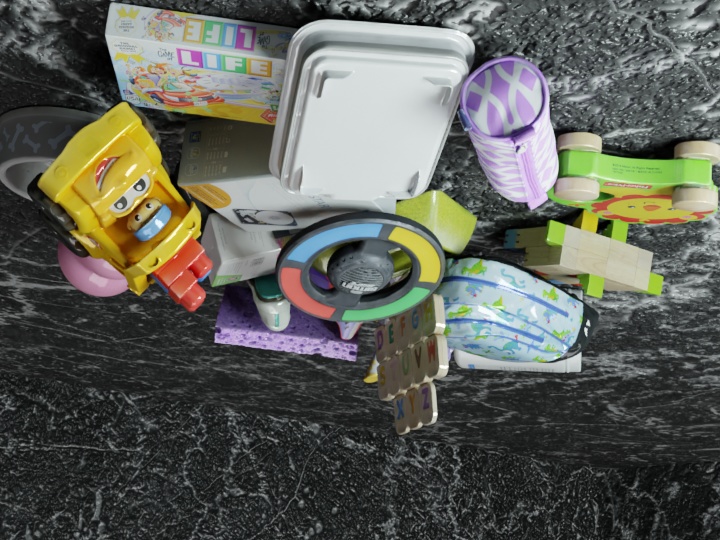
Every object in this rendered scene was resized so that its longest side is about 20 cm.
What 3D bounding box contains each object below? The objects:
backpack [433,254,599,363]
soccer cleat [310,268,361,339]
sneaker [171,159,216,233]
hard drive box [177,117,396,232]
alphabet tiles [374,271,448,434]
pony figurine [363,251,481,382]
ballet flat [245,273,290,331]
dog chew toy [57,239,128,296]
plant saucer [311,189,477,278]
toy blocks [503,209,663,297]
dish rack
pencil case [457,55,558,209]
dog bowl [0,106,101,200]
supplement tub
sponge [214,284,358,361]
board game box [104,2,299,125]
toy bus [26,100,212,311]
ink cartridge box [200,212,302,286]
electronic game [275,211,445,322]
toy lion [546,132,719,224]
[{"bbox_3d":[0.175,0.051,1.228,0.200,0.155,0.162,41,158,-33],"label":"backpack"},{"bbox_3d":[-0.051,0.021,1.352,0.066,0.078,0.200,10,-161,-36],"label":"soccer cleat"},{"bbox_3d":[-0.224,-0.086,1.217,0.102,0.061,0.200,-3,165,10],"label":"sneaker"},{"bbox_3d":[-0.077,-0.109,1.070,0.196,0.078,0.156,-4,161,26],"label":"hard drive box"},{"bbox_3d":[0.060,0.101,1.223,0.014,0.200,0.200,3,163,-20],"label":"alphabet tiles"},{"bbox_3d":[0.074,0.043,1.369,0.191,0.204,0.166,-22,150,29],"label":"pony figurine"},{"bbox_3d":[-0.128,0.019,1.327,0.068,0.071,0.201,10,-156,-16],"label":"ballet flat"},{"bbox_3d":[-0.330,-0.038,1.296,0.123,0.127,0.199,15,159,-29],"label":"dog chew toy"},{"bbox_3d":[0.037,-0.028,1.196,0.197,0.049,0.200,-19,166,18],"label":"plant saucer"},{"bbox_3d":[0.279,-0.014,1.270,0.197,0.102,0.136,14,172,-27],"label":"toy blocks"},{"bbox_3d":[0.009,-0.132,0.884,0.168,0.044,0.201,0,143,-15],"label":"dish rack"},{"bbox_3d":[0.147,-0.127,0.910,0.083,0.086,0.200,-34,163,7],"label":"pencil case"},{"bbox_3d":[-0.335,-0.122,1.142,0.196,0.060,0.200,6,163,2],"label":"dog bowl"},{"bbox_3d":[0.249,0.092,1.524,0.196,0.135,0.132,2,163,13],"label":"supplement tub"},{"bbox_3d":[-0.099,0.071,1.341,0.196,0.112,0.030,8,119,-6],"label":"sponge"},{"bbox_3d":[-0.131,-0.188,0.907,0.196,0.035,0.135,7,162,-4],"label":"board game box"},{"bbox_3d":[-0.220,-0.047,0.973,0.192,0.136,0.200,46,165,1],"label":"toy bus"},{"bbox_3d":[-0.098,-0.044,1.240,0.196,0.069,0.117,-12,168,-19],"label":"ink cartridge box"},{"bbox_3d":[0.000,0.000,1.108,0.196,0.042,0.201,-4,145,-3],"label":"electronic game"},{"bbox_3d":[0.300,-0.088,1.066,0.196,0.070,0.192,5,170,2],"label":"toy lion"}]
